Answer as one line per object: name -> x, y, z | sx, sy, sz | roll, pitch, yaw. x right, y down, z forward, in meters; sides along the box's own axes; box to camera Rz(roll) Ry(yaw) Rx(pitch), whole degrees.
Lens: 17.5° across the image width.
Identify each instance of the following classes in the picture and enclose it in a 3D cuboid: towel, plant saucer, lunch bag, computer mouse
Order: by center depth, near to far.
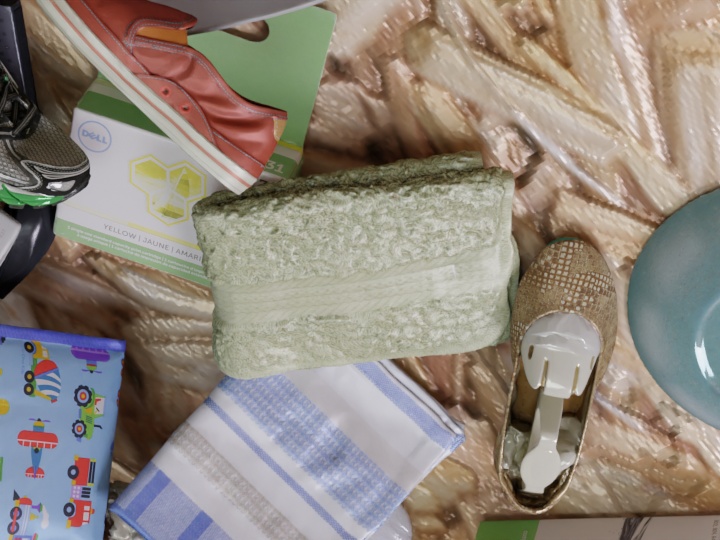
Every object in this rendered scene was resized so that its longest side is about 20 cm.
plant saucer -> 0.260, 0.039, 1.437 | 0.200, 0.039, 0.201 | 8, 125, 12
towel -> 0.000, 0.000, 1.455 | 0.199, 0.037, 0.149 | -6, 127, 0
lunch bag -> -0.252, 0.106, 1.472 | 0.094, 0.200, 0.151 | 2, 83, 36
towel -> -0.045, 0.129, 1.519 | 0.147, 0.024, 0.200 | 44, 83, -8
computer mouse -> -0.239, 0.016, 1.563 | 0.034, 0.059, 0.200 | 13, 131, -19

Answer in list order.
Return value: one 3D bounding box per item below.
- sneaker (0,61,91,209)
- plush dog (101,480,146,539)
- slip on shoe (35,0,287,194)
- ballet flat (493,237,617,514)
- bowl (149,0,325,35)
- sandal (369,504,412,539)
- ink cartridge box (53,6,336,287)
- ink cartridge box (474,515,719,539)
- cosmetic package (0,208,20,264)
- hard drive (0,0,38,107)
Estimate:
sneaker -> -0.243, -0.114, 1.408 | 0.200, 0.078, 0.085 | 38, 119, -6
plush dog -> -0.113, 0.216, 1.626 | 0.200, 0.160, 0.172 | 44, 143, 2
slip on shoe -> -0.123, -0.130, 1.339 | 0.200, 0.074, 0.061 | 42, 92, -9
ballet flat -> 0.125, 0.075, 1.483 | 0.070, 0.065, 0.200 | 4, 125, 0
bowl -> -0.101, -0.242, 1.334 | 0.199, 0.075, 0.200 | -10, 120, 22
sandal -> -0.010, 0.244, 1.650 | 0.079, 0.059, 0.207 | 14, 106, -12
ink cartridge box -> -0.106, -0.089, 1.456 | 0.145, 0.048, 0.200 | 19, 129, 4
ink cartridge box -> 0.181, 0.246, 1.571 | 0.199, 0.084, 0.146 | -3, 122, 19
cosmetic package -> -0.313, -0.055, 1.442 | 0.200, 0.102, 0.074 | 32, 86, -13
hard drive -> -0.301, -0.125, 1.491 | 0.199, 0.042, 0.135 | 3, 123, 13
